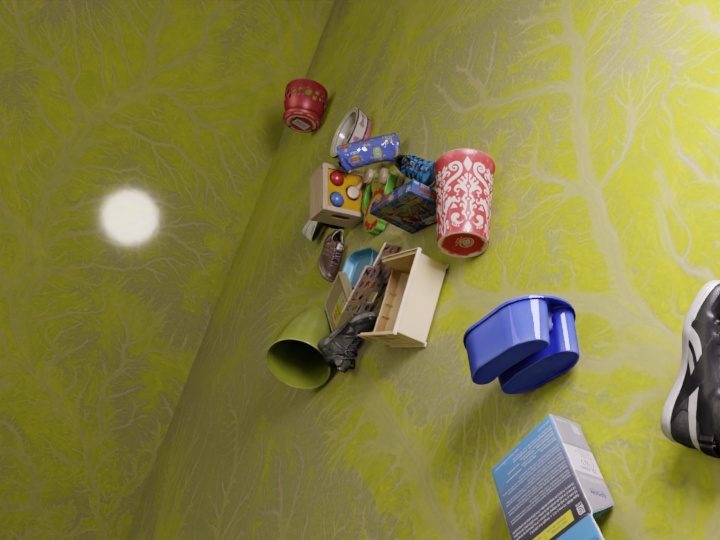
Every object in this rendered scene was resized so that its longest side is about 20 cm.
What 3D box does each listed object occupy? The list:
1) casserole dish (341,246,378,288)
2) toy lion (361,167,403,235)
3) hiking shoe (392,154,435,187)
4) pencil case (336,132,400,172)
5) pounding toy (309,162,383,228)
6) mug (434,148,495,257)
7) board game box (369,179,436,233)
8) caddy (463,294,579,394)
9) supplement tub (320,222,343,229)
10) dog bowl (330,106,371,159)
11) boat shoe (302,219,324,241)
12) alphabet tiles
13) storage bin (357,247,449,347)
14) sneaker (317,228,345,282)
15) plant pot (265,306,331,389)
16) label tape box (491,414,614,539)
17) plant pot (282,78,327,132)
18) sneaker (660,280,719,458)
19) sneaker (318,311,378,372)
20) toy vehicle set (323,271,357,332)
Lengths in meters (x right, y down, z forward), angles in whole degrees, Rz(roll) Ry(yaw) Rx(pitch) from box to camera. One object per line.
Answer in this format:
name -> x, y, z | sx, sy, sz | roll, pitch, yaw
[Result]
casserole dish -> 0.000, 0.000, 1.885 | 0.200, 0.039, 0.122 | -13, 57, 64
toy lion -> 0.050, -0.204, 1.957 | 0.200, 0.068, 0.194 | 24, 97, 68
hiking shoe -> 0.148, -0.266, 1.742 | 0.075, 0.086, 0.200 | -65, 22, 1
pencil case -> 0.025, -0.357, 2.000 | 0.078, 0.198, 0.088 | -96, -7, -75
pounding toy -> -0.042, -0.251, 2.077 | 0.142, 0.198, 0.186 | -31, 55, 55
mug -> 0.230, -0.130, 1.421 | 0.132, 0.178, 0.202 | -7, 59, 22
board game box -> 0.128, -0.153, 1.615 | 0.200, 0.134, 0.035 | -21, 49, 59
caddy -> 0.255, 0.112, 1.053 | 0.200, 0.140, 0.106 | -44, 36, 42
supplement tub -> -0.074, -0.248, 2.211 | 0.107, 0.106, 0.202 | -26, 46, 58
dog bowl -> -0.032, -0.489, 2.398 | 0.200, 0.073, 0.201 | -48, 28, 36
boat shoe -> -0.131, -0.192, 2.362 | 0.067, 0.073, 0.201 | 45, 112, 37
alphabet tiles -> 0.037, 0.023, 1.655 | 0.008, 0.167, 0.201 | 32, 101, 26
storage bin -> 0.094, 0.069, 1.527 | 0.198, 0.093, 0.202 | -14, 56, 63
sneaker -> -0.088, -0.056, 2.100 | 0.076, 0.070, 0.201 | -47, 30, 37
plant pot -> -0.152, 0.202, 1.888 | 0.187, 0.186, 0.201 | -49, 12, 36
label tape box -> 0.270, 0.326, 0.909 | 0.144, 0.066, 0.201 | -54, 28, 29
plant pot -> -0.257, -0.750, 3.022 | 0.200, 0.199, 0.184 | -30, 49, 56
sneaker -> 0.429, 0.116, 0.754 | 0.112, 0.072, 0.202 | 15, 90, 65
sneaker -> -0.019, 0.192, 1.703 | 0.199, 0.076, 0.115 | -37, 56, 23
toy vehicle set -> -0.052, 0.113, 1.847 | 0.125, 0.026, 0.201 | -64, 28, 30
